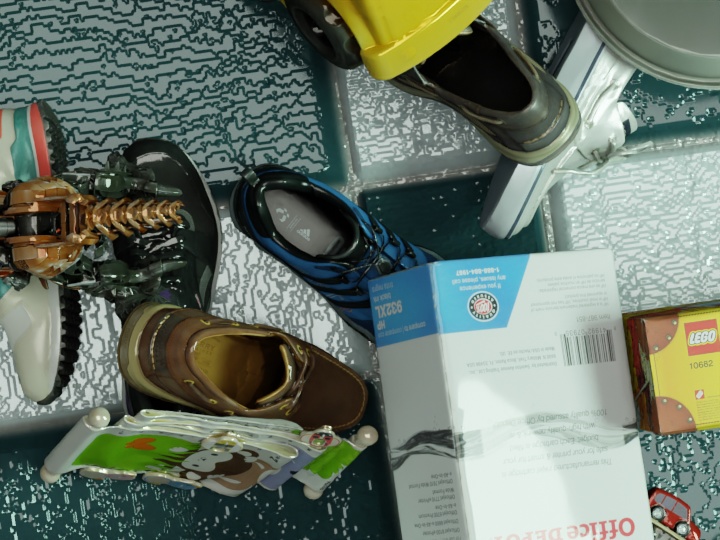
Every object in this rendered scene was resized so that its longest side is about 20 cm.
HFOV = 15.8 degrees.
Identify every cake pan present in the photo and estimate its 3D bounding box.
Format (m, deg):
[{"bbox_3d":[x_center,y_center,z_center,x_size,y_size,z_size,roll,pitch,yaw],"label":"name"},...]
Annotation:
[{"bbox_3d":[0.231,-0.219,1.689,0.200,0.037,0.201,0,82,3],"label":"cake pan"}]

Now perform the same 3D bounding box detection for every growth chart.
[{"bbox_3d":[-0.101,0.119,1.682,0.200,0.145,0.018,5,66,-12],"label":"growth chart"}]

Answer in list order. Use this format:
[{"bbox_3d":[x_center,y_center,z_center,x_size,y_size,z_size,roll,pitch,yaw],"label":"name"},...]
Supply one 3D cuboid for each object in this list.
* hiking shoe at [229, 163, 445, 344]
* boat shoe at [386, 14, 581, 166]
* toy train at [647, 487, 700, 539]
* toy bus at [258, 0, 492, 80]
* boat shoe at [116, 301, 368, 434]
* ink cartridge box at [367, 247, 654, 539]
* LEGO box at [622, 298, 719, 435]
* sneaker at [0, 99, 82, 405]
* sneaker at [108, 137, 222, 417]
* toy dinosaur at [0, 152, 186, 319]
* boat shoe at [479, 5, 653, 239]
[{"bbox_3d":[0.000,0.000,1.709,0.200,0.087,0.074,30,88,-3],"label":"hiking shoe"},{"bbox_3d":[0.059,-0.145,1.685,0.200,0.073,0.075,34,82,29],"label":"boat shoe"},{"bbox_3d":[0.202,0.171,1.749,0.200,0.034,0.046,33,85,-3],"label":"toy train"},{"bbox_3d":[-0.023,-0.245,1.626,0.136,0.192,0.200,-42,53,-10],"label":"toy bus"},{"bbox_3d":[-0.063,0.071,1.668,0.200,0.068,0.072,20,80,-44],"label":"boat shoe"},{"bbox_3d":[0.096,0.094,1.661,0.145,0.084,0.200,-4,84,-33],"label":"ink cartridge box"},{"bbox_3d":[0.272,0.053,1.696,0.200,0.149,0.077,-8,90,-4],"label":"LEGO box"},{"bbox_3d":[-0.237,-0.010,1.708,0.093,0.070,0.200,-5,88,3],"label":"sneaker"},{"bbox_3d":[-0.125,0.012,1.701,0.076,0.088,0.200,-4,90,-3],"label":"sneaker"},{"bbox_3d":[-0.184,-0.020,1.603,0.200,0.136,0.102,21,102,41],"label":"toy dinosaur"},{"bbox_3d":[0.157,-0.098,1.732,0.086,0.075,0.202,29,79,-7],"label":"boat shoe"}]
